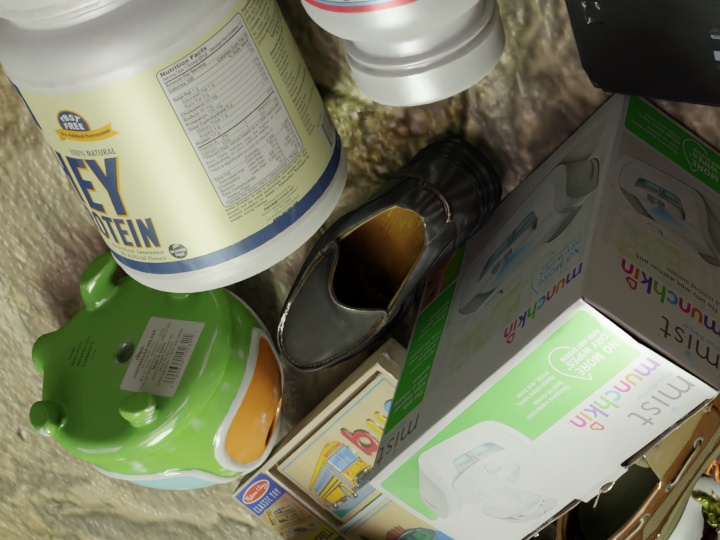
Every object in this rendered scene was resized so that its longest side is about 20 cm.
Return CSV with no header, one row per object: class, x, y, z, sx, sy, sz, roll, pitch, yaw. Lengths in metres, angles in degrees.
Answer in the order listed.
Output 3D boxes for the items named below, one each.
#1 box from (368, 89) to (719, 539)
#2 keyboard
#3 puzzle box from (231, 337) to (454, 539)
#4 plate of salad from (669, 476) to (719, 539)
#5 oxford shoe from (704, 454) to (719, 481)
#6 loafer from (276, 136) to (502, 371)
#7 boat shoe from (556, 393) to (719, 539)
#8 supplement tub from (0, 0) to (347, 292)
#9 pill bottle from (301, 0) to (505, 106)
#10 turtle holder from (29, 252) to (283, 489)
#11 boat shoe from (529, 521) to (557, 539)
box,0.111,0.033,1.009,0.096,0.177,0.200,33,134,-13
keyboard,0.191,-0.129,0.906,0.199,0.021,0.128,10,141,31
puzzle box,0.015,0.135,1.154,0.133,0.025,0.200,40,137,-4
plate of salad,0.239,0.228,1.155,0.048,0.200,0.201,-19,137,-21
oxford shoe,0.207,0.090,1.100,0.199,0.073,0.071,-3,130,21
loafer,0.000,0.000,1.077,0.073,0.072,0.200,45,130,7
boat shoe,0.170,0.090,1.046,0.075,0.074,0.201,33,117,31
supplement tub,-0.105,-0.104,0.977,0.144,0.145,0.201,-8,128,25
pill bottle,0.008,-0.185,0.890,0.108,0.109,0.201,-4,130,22
turtle holder,-0.134,0.081,1.163,0.185,0.142,0.132,-26,137,25
boat shoe,0.090,0.143,1.201,0.064,0.071,0.200,-38,107,5
